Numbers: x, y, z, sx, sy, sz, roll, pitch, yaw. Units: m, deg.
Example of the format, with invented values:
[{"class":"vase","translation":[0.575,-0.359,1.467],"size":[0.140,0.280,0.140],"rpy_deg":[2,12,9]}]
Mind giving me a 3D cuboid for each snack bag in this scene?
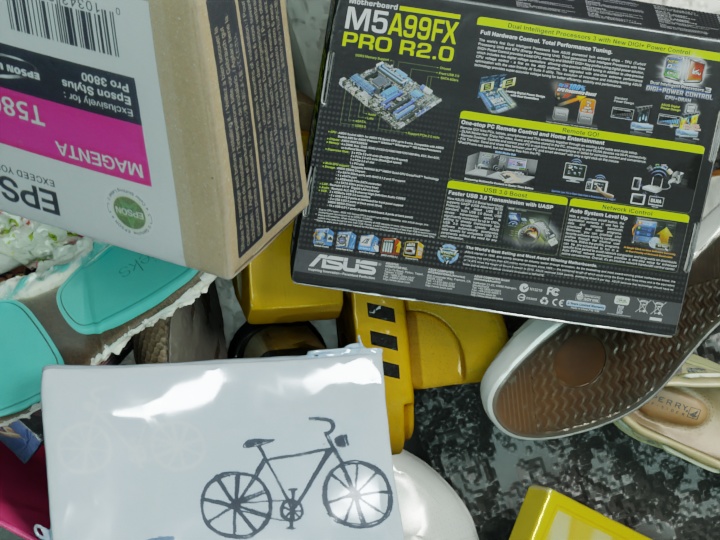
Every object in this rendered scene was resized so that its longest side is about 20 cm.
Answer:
[{"class":"snack bag","translation":[-0.068,0.135,1.383],"size":[0.187,0.021,0.201],"rpy_deg":[-3,72,-14]}]

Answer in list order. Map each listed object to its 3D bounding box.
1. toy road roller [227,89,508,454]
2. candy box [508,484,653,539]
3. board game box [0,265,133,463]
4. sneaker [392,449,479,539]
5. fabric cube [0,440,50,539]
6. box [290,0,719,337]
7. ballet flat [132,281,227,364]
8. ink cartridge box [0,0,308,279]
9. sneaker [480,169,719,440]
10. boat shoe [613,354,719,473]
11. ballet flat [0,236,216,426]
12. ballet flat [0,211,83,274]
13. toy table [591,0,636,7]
[{"class":"toy road roller","translation":[0.000,0.000,1.489],"size":[0.145,0.123,0.201],"rpy_deg":[-6,101,-7]},{"class":"candy box","translation":[0.099,0.227,1.504],"size":[0.102,0.026,0.201],"rpy_deg":[26,79,-25]},{"class":"board game box","translation":[-0.207,-0.013,1.504],"size":[0.200,0.035,0.136],"rpy_deg":[43,57,-2]},{"class":"sneaker","translation":[0.040,0.192,1.529],"size":[0.070,0.080,0.201],"rpy_deg":[-20,94,9]},{"class":"fabric cube","translation":[-0.193,0.205,1.490],"size":[0.199,0.199,0.197],"rpy_deg":[27,100,0]},{"class":"box","translation":[0.074,-0.060,1.376],"size":[0.199,0.044,0.161],"rpy_deg":[8,113,-4]},{"class":"ballet flat","translation":[-0.108,0.001,1.499],"size":[0.046,0.067,0.201],"rpy_deg":[-13,71,20]},{"class":"ink cartridge box","translation":[-0.132,-0.101,1.335],"size":[0.199,0.075,0.165],"rpy_deg":[15,131,27]},{"class":"sneaker","translation":[0.140,0.017,1.484],"size":[0.200,0.085,0.073],"rpy_deg":[-34,119,-11]},{"class":"boat shoe","translation":[0.228,0.092,1.507],"size":[0.199,0.063,0.074],"rpy_deg":[11,98,3]},{"class":"ballet flat","translation":[-0.148,0.024,1.430],"size":[0.199,0.072,0.072],"rpy_deg":[-27,95,15]},{"class":"ballet flat","translation":[-0.230,-0.032,1.450],"size":[0.199,0.076,0.064],"rpy_deg":[22,88,-10]},{"class":"toy table","translation":[0.074,-0.177,1.411],"size":[0.183,0.117,0.200],"rpy_deg":[34,110,-15]}]
